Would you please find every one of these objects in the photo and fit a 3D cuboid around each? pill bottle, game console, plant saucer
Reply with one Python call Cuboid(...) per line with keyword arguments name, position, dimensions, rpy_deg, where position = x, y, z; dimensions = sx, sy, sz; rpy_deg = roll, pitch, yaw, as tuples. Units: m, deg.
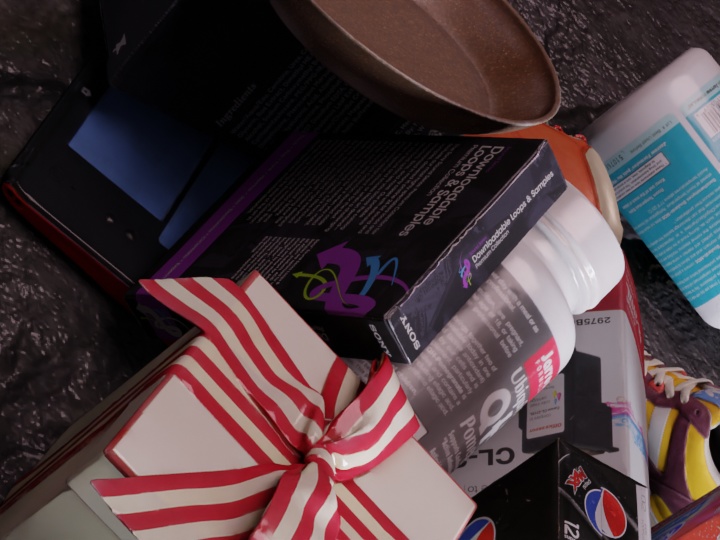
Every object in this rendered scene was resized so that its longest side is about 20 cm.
Cuboid(name="pill bottle", position=(0.240, -0.039, 1.848), dimensions=(0.200, 0.111, 0.111), rpy_deg=(53, 37, 0))
Cuboid(name="game console", position=(-0.096, -0.044, 1.565), dimensions=(0.177, 0.031, 0.200), rpy_deg=(43, 37, -12))
Cuboid(name="pill bottle", position=(0.041, 0.037, 1.462), dimensions=(0.200, 0.111, 0.111), rpy_deg=(-42, 94, -19))
Cuboid(name="plant saucer", position=(0.016, -0.133, 1.477), dimensions=(0.200, 0.037, 0.201), rpy_deg=(30, 27, -17))

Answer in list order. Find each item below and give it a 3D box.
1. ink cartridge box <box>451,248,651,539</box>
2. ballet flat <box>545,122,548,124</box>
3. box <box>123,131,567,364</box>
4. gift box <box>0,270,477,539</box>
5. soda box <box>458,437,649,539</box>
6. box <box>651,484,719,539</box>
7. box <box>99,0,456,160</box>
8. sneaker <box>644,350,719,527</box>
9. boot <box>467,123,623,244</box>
Cuboid(name="ink cartridge box", position=(0.082, 0.094, 1.533), dimensions=(0.083, 0.145, 0.200), rpy_deg=(73, 14, -48))
Cuboid(name="ballet flat", position=(0.089, -0.034, 1.716), dimensions=(0.200, 0.067, 0.064), rpy_deg=(-89, 167, -45))
Cuboid(name="box", position=(-0.009, -0.015, 1.436), dimensions=(0.143, 0.200, 0.036), rpy_deg=(-47, 122, -31))
Cuboid(name="gift box", position=(-0.080, 0.122, 1.318), dimensions=(0.200, 0.187, 0.185), rpy_deg=(45, 38, -12))
Cuboid(name="soda box", position=(0.056, 0.167, 1.412), dimensions=(0.063, 0.200, 0.071), rpy_deg=(29, 43, -27))
Cuboid(name="box", position=(0.200, 0.181, 1.553), dimensions=(0.100, 0.200, 0.095), rpy_deg=(54, 34, 2))
Cuboid(name="box", position=(-0.044, -0.162, 1.616), dimensions=(0.200, 0.117, 0.197), rpy_deg=(26, 32, -31))
Cuboid(name="sneaker", position=(0.182, 0.078, 1.707), dimensions=(0.200, 0.090, 0.075), rpy_deg=(55, 36, 2))
Cuboid(name="boot", position=(0.084, -0.069, 1.670), dimensions=(0.107, 0.075, 0.200), rpy_deg=(-6, 44, -18))
